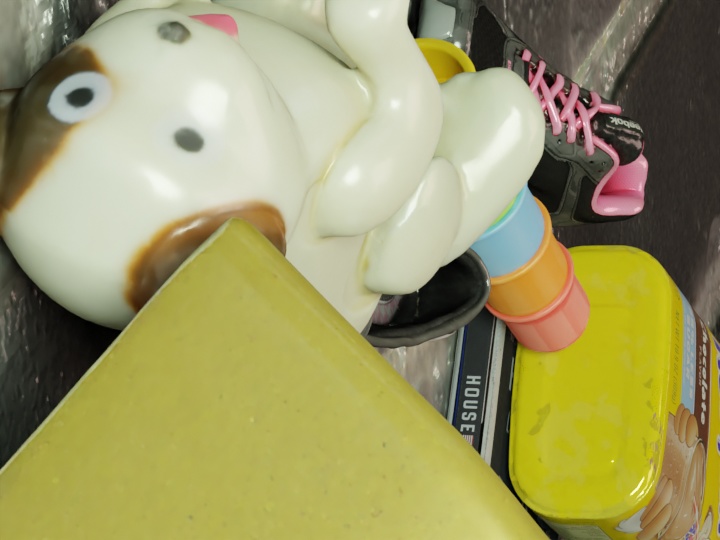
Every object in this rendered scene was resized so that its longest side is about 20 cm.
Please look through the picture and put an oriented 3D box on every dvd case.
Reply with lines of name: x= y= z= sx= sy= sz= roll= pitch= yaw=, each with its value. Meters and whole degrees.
dvd case: x=0.070 y=0.119 z=1.476 sx=0.150 sy=0.025 sz=0.200 roll=49 pitch=46 yaw=-62

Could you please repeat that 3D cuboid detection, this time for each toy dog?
toy dog: x=-0.055 y=-0.033 z=1.003 sx=0.194 sy=0.139 sz=0.200 roll=-54 pitch=164 yaw=10

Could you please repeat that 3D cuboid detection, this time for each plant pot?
plant pot: x=-0.005 y=0.144 z=0.907 sx=0.196 sy=0.200 sz=0.194 roll=-48 pitch=151 yaw=-5

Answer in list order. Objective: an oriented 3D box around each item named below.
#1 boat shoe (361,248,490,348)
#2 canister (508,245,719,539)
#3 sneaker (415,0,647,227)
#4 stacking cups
boat shoe: x=0.000 y=0.000 z=1.226 sx=0.200 sy=0.057 sz=0.067 roll=2 pitch=89 yaw=-70
canister: x=0.142 y=0.084 z=1.517 sx=0.200 sy=0.086 sz=0.149 roll=44 pitch=49 yaw=-63
sneaker: x=0.084 y=-0.074 z=1.404 sx=0.200 sy=0.095 sz=0.079 roll=50 pitch=47 yaw=-59
stacking cups: x=0.055 y=-0.029 z=1.360 sx=0.200 sy=0.060 sz=0.061 roll=54 pitch=41 yaw=-54
